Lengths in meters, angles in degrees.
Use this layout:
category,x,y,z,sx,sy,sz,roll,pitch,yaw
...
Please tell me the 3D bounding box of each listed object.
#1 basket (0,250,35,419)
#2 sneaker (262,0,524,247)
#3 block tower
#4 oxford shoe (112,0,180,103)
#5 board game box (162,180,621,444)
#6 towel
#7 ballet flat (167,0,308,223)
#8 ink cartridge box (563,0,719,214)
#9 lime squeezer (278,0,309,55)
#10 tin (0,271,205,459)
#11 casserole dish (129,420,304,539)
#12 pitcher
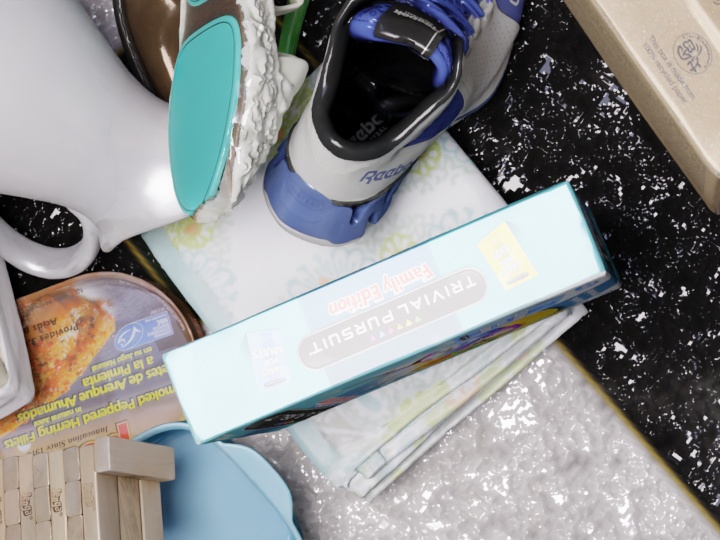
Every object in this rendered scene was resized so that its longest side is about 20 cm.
category,x,y,z,sx,sy,sz,roll,pitch,yaw
basket,-0.280,-0.004,0.952,0.135,0.123,0.201,-25,66,11
sneaker,0.032,-0.109,0.876,0.080,0.115,0.200,34,64,1
block tower,-0.191,0.131,0.922,0.199,0.054,0.058,-15,73,29
oxford shoe,-0.087,-0.165,0.934,0.072,0.084,0.201,-11,102,-29
board game box,0.023,0.024,0.846,0.199,0.151,0.047,-24,83,10
towel,0.000,0.000,0.953,0.171,0.048,0.200,-40,80,6
ballet flat,-0.054,-0.122,0.859,0.071,0.072,0.201,-4,81,13
ink cartridge box,0.147,-0.134,0.860,0.075,0.165,0.200,-35,82,8
lime squeezer,-0.051,-0.194,0.981,0.070,0.038,0.201,-26,82,43
tin,-0.178,0.072,0.996,0.199,0.042,0.113,-18,80,12
casserole dish,-0.114,0.159,0.958,0.200,0.039,0.121,-40,96,19
pitcher,-0.189,-0.078,0.903,0.200,0.122,0.171,33,131,-25
